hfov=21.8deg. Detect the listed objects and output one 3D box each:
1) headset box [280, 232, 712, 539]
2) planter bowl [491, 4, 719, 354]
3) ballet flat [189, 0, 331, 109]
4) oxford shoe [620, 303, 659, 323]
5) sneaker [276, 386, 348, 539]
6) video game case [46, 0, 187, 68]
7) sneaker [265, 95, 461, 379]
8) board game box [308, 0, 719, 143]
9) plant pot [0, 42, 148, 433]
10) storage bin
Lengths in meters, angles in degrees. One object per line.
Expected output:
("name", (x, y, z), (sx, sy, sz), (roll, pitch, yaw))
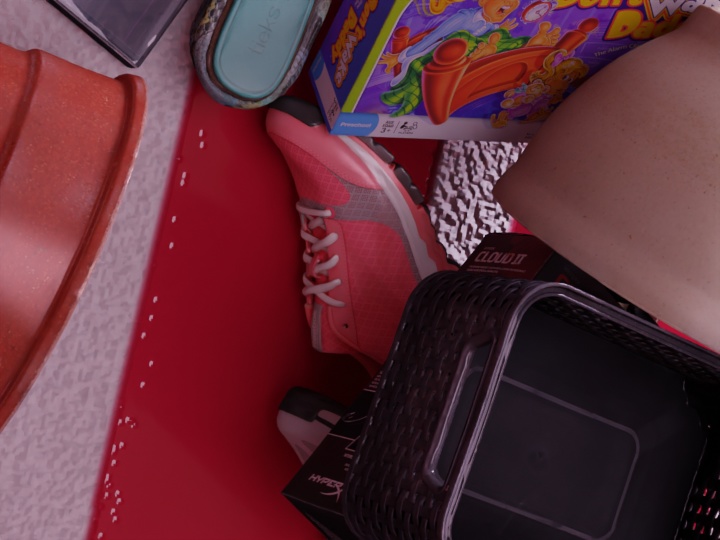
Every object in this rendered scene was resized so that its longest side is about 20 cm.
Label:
("headset box", (0.081, 0.089, 0.959), (0.200, 0.077, 0.149), (-49, 114, -16))
("planter bowl", (0.183, -0.044, 0.913), (0.200, 0.200, 0.135), (26, 102, -27))
("ballet flat", (-0.030, -0.175, 0.949), (0.074, 0.074, 0.201), (34, 84, -26))
("oxford shoe", (0.107, 0.060, 1.066), (0.075, 0.070, 0.201), (30, 84, 0))
("sneaker", (0.002, 0.160, 1.011), (0.115, 0.076, 0.201), (-49, 117, -14))
("video game case", (-0.145, -0.217, 0.914), (0.200, 0.019, 0.143), (39, 80, -25))
("sneaker", (0.000, 0.000, 0.989), (0.087, 0.074, 0.200), (-40, 112, -13))
("board game box", (0.090, -0.125, 0.943), (0.199, 0.045, 0.135), (0, 142, -25))
("plant pot", (-0.225, -0.039, 0.812), (0.195, 0.201, 0.202), (27, 85, -19))
("storage bin", (0.108, 0.093, 0.877), (0.199, 0.094, 0.136), (24, 82, -29))
